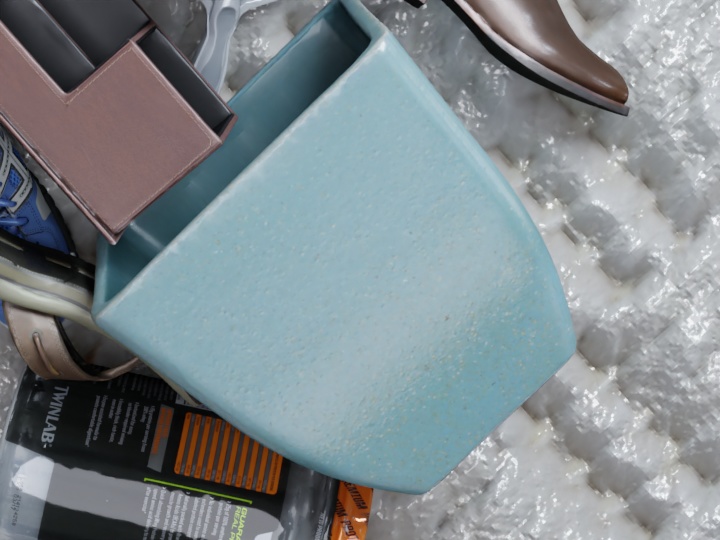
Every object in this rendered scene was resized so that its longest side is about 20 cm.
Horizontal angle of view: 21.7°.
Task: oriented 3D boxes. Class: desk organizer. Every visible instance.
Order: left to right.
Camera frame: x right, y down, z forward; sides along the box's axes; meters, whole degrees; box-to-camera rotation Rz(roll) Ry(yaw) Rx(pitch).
[{"bbox_3d":[-0.156,-0.118,0.936,0.077,0.072,0.200,-39,100,13],"label":"desk organizer"}]

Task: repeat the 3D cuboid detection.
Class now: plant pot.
[{"bbox_3d":[0.000,0.000,0.985,0.196,0.196,0.200,-44,105,6],"label":"plant pot"}]

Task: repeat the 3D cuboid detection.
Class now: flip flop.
[{"bbox_3d":[-0.169,0.023,0.981,0.200,0.081,0.058,26,99,-20],"label":"flip flop"}]

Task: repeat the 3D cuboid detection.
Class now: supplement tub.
[{"bbox_3d":[-0.099,0.124,1.035,0.200,0.123,0.123,14,100,-5],"label":"supplement tub"}]

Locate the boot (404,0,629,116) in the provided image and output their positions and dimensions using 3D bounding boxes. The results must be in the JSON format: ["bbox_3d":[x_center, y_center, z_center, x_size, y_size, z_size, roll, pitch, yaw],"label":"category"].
[{"bbox_3d":[0.117,-0.207,1.017,0.186,0.064,0.200,32,91,-15],"label":"boot"}]

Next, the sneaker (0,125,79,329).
[{"bbox_3d":[-0.217,-0.046,1.019,0.076,0.077,0.200,-30,103,1],"label":"sneaker"}]

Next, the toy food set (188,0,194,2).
[{"bbox_3d":[-0.082,-0.252,0.916,0.143,0.060,0.200,-36,94,-14],"label":"toy food set"}]

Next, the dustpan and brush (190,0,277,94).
[{"bbox_3d":[-0.066,-0.169,1.004,0.140,0.057,0.200,4,130,-28],"label":"dustpan and brush"}]
